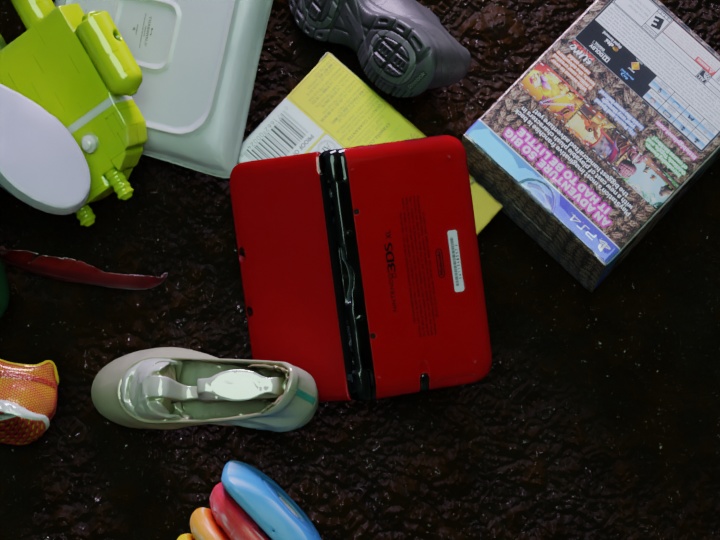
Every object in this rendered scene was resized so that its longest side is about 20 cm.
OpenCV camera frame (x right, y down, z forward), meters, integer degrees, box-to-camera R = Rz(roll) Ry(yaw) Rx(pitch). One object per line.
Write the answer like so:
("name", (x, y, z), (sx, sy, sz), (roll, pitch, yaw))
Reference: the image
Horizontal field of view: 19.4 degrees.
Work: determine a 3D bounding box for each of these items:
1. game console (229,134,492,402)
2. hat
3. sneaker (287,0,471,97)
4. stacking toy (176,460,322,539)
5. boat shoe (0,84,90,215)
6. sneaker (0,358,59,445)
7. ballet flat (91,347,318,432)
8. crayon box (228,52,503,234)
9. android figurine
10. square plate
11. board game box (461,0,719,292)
("game console", (0.000, 0.000, 1.705), (0.172, 0.119, 0.201), (-9, 94, -18))
("hat", (-0.314, 0.024, 1.746), (0.199, 0.176, 0.166), (11, 72, 43))
("sneaker", (0.013, -0.214, 1.784), (0.200, 0.091, 0.076), (48, 122, 27))
("stacking toy", (-0.126, 0.255, 1.658), (0.200, 0.110, 0.116), (-44, 92, 1))
("boat shoe", (-0.305, -0.110, 1.710), (0.200, 0.070, 0.071), (36, 64, 0))
("sneaker", (-0.344, 0.089, 1.714), (0.199, 0.073, 0.077), (12, 54, -2))
("ballet flat", (-0.133, 0.094, 1.679), (0.199, 0.069, 0.070), (-1, 75, 17))
("crayon box", (0.004, -0.069, 1.755), (0.200, 0.051, 0.127), (42, 80, 9))
("android figurine", (-0.254, -0.135, 1.737), (0.182, 0.041, 0.201), (-30, 86, 28))
("square plate", (-0.176, -0.195, 1.743), (0.197, 0.028, 0.201), (15, 96, 17))
("board game box", (0.206, -0.114, 1.745), (0.159, 0.097, 0.200), (44, 80, 9))
